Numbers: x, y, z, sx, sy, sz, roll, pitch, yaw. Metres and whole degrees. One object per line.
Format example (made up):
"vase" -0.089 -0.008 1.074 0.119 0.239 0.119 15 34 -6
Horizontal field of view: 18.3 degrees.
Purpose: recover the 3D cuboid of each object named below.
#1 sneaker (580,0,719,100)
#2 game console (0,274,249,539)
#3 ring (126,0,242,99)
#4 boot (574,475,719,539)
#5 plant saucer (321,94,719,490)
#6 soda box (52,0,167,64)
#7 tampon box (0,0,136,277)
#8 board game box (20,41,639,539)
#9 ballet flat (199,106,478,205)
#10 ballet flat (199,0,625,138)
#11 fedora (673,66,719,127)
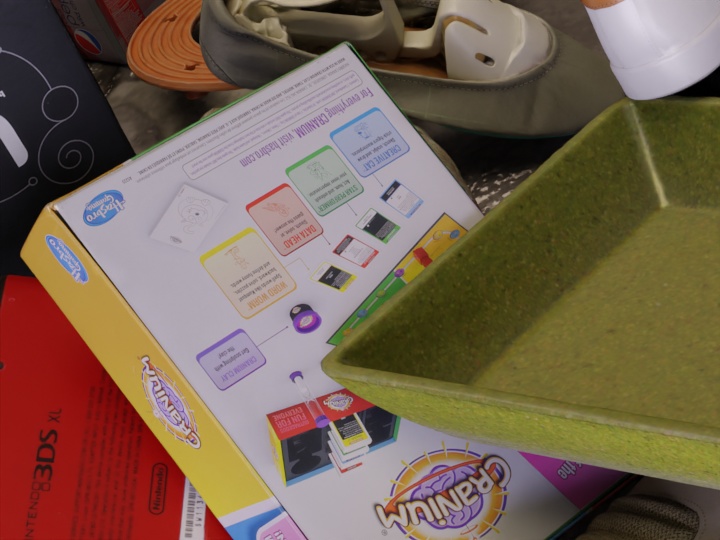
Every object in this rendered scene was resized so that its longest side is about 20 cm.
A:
"sneaker" 0.138 -0.157 0.907 0.073 0.085 0.200 -19 26 36
"game console" -0.128 0.111 0.832 0.172 0.119 0.200 6 47 -5
"ring" -0.024 -0.136 1.147 0.200 0.019 0.201 -15 27 7
"boot" 0.179 0.082 0.749 0.155 0.073 0.200 -45 39 -23
"plant saucer" 0.122 0.010 0.770 0.200 0.048 0.200 7 37 43
"soda box" -0.107 -0.205 1.271 0.070 0.063 0.200 11 51 39
"tampon box" -0.196 -0.060 1.037 0.150 0.200 0.126 -33 38 -6
"board game box" -0.004 0.030 0.812 0.153 0.200 0.040 -31 -11 -35
"ballet flat" -0.001 -0.051 1.025 0.062 0.068 0.200 -33 36 -30
"ballet flat" 0.024 -0.104 1.015 0.199 0.064 0.068 8 51 5
"fedora" 0.215 -0.093 0.909 0.200 0.092 0.201 -30 26 16
